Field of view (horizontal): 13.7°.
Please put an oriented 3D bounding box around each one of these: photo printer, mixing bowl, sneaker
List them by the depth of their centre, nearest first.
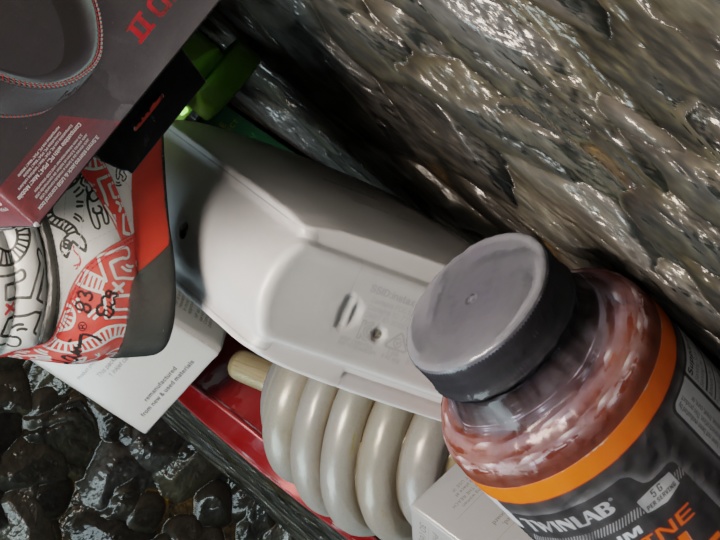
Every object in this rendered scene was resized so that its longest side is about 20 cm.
[{"bbox_3d":[-0.141,-0.060,1.247,0.108,0.202,0.067,-3,173,-24],"label":"sneaker"},{"bbox_3d":[-0.014,-0.002,1.329,0.166,0.069,0.200,20,-171,-30],"label":"photo printer"},{"bbox_3d":[-0.021,0.077,1.814,0.200,0.108,0.200,39,172,6],"label":"mixing bowl"}]

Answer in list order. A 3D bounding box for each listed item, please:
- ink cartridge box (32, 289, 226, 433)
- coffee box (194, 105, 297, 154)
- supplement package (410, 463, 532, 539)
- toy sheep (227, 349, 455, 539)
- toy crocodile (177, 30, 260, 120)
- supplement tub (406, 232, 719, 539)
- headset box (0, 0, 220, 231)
[{"bbox_3d":[-0.169,-0.024,1.708,0.200,0.084,0.146,34,-147,-14],"label":"ink cartridge box"},{"bbox_3d":[0.000,0.000,1.530,0.200,0.044,0.123,35,171,28],"label":"coffee box"},{"bbox_3d":[0.137,0.162,1.433,0.200,0.120,0.121,35,151,27],"label":"supplement package"},{"bbox_3d":[0.013,0.085,1.639,0.200,0.138,0.138,14,160,27],"label":"toy sheep"},{"bbox_3d":[-0.098,-0.096,1.397,0.068,0.062,0.200,41,172,-11],"label":"toy crocodile"},{"bbox_3d":[0.105,0.072,1.236,0.200,0.107,0.107,44,171,-30],"label":"supplement tub"},{"bbox_3d":[-0.148,-0.121,1.167,0.200,0.149,0.075,43,165,-17],"label":"headset box"}]
